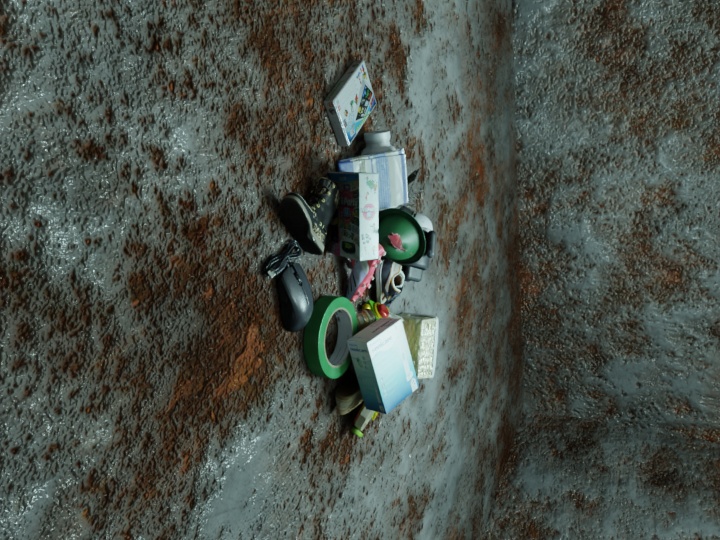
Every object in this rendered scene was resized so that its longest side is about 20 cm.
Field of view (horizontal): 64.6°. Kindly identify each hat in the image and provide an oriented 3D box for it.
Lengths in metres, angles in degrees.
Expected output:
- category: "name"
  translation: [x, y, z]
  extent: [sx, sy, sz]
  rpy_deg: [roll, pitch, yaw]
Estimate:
- category: "hat"
  translation: [0.067, -0.054, 1.494]
  extent: [0.177, 0.161, 0.204]
  rpy_deg: [-53, 136, -45]

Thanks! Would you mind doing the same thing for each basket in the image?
- category: "basket"
  translation: [0.164, 0.242, 1.833]
  extent: [0.122, 0.132, 0.207]
  rpy_deg: [7, 88, -58]

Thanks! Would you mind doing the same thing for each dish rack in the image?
- category: "dish rack"
  translation: [0.123, -0.200, 1.680]
  extent: [0.054, 0.152, 0.203]
  rpy_deg: [35, 54, -17]

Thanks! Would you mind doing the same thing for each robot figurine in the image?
- category: "robot figurine"
  translation: [0.155, -0.071, 1.720]
  extent: [0.125, 0.145, 0.207]
  rpy_deg: [41, 56, -79]

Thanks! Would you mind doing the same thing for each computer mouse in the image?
- category: "computer mouse"
  translation: [-0.147, 0.049, 1.283]
  extent: [0.139, 0.051, 0.205]
  rpy_deg: [-47, 134, -52]

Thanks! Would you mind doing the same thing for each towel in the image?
- category: "towel"
  translation: [0.035, -0.233, 1.503]
  extent: [0.194, 0.024, 0.151]
  rpy_deg: [-13, 110, -17]

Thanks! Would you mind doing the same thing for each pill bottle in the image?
- category: "pill bottle"
  translation: [0.053, -0.276, 1.569]
  extent: [0.104, 0.102, 0.206]
  rpy_deg: [-33, 122, -56]

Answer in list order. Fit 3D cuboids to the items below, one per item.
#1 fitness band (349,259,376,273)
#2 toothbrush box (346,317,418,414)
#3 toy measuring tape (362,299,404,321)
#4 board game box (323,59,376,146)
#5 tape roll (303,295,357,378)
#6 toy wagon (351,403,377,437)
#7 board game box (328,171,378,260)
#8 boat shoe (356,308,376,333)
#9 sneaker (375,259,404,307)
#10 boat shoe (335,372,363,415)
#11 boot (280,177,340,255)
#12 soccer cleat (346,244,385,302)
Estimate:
- category: "fitness band"
  translation: [0.012, -0.069, 1.596]
  extent: [0.199, 0.036, 0.149]
  rpy_deg: [17, 76, -63]
- category: "toothbrush box"
  translation: [0.061, 0.248, 1.508]
  extent: [0.145, 0.084, 0.206]
  rpy_deg: [-29, 110, -40]
- category: "toy measuring tape"
  translation: [0.071, 0.144, 1.676]
  extent: [0.198, 0.072, 0.076]
  rpy_deg: [29, 68, -45]
- category: "board game box"
  translation: [-0.023, -0.433, 1.472]
  extent: [0.202, 0.034, 0.128]
  rpy_deg: [-62, 144, -38]
- category: "tape roll"
  translation: [-0.073, 0.168, 1.448]
  extent: [0.199, 0.047, 0.207]
  rpy_deg: [-17, 109, -61]
- category: "toy wagon"
  translation: [0.029, 0.402, 1.640]
  extent: [0.157, 0.039, 0.201]
  rpy_deg: [-56, 168, -12]
- category: "board game box"
  translation: [-0.018, -0.137, 1.401]
  extent: [0.063, 0.146, 0.207]
  rpy_deg: [-7, 102, -32]
- category: "boat shoe"
  translation: [0.002, 0.202, 1.596]
  extent: [0.075, 0.071, 0.205]
  rpy_deg: [-21, 122, -25]
- category: "sneaker"
  translation: [0.088, 0.054, 1.676]
  extent: [0.203, 0.077, 0.080]
  rpy_deg: [83, 19, -50]
- category: "boat shoe"
  translation: [-0.009, 0.334, 1.584]
  extent: [0.198, 0.070, 0.067]
  rpy_deg: [-20, 120, -53]
- category: "boot"
  translation: [-0.109, -0.149, 1.304]
  extent: [0.201, 0.071, 0.154]
  rpy_deg: [61, 43, -52]
- category: "soccer cleat"
  translation: [0.000, 0.000, 1.507]
  extent: [0.066, 0.076, 0.202]
  rpy_deg: [-32, 157, -49]
